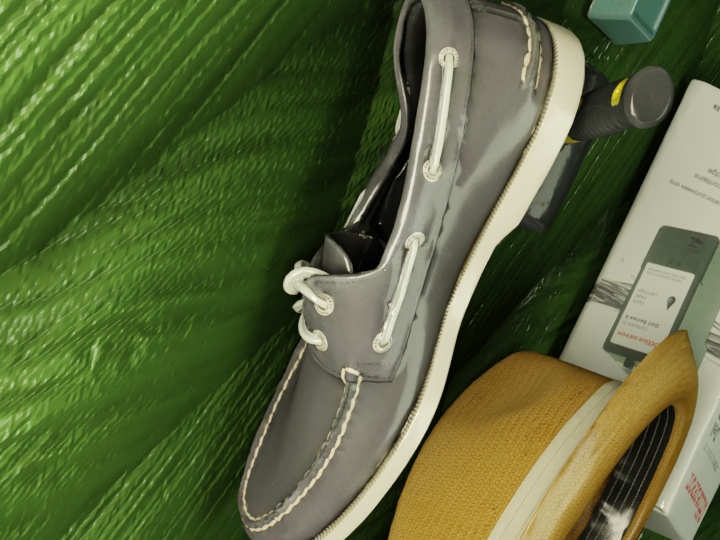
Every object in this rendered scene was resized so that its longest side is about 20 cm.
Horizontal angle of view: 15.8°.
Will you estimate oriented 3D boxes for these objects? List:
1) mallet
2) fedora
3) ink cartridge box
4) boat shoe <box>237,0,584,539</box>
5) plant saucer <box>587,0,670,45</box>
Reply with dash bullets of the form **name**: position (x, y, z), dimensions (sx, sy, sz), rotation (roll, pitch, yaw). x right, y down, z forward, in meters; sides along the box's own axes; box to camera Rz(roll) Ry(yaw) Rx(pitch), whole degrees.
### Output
- **mallet**: position (0.070, -0.042, 0.880), dimensions (0.200, 0.041, 0.066), rotation (-129, -116, -83)
- **fedora**: position (0.068, 0.101, 1.109), dimensions (0.201, 0.082, 0.201), rotation (-51, 160, -26)
- **ink cartridge box**: position (0.165, 0.027, 1.292), dimensions (0.201, 0.084, 0.146), rotation (-64, 164, -6)
- **boat shoe**: position (0.000, 0.000, 0.843), dimensions (0.062, 0.073, 0.201), rotation (22, 100, -30)
- **plant saucer**: position (0.146, -0.187, 1.058), dimensions (0.201, 0.019, 0.070), rotation (-67, 164, 2)
